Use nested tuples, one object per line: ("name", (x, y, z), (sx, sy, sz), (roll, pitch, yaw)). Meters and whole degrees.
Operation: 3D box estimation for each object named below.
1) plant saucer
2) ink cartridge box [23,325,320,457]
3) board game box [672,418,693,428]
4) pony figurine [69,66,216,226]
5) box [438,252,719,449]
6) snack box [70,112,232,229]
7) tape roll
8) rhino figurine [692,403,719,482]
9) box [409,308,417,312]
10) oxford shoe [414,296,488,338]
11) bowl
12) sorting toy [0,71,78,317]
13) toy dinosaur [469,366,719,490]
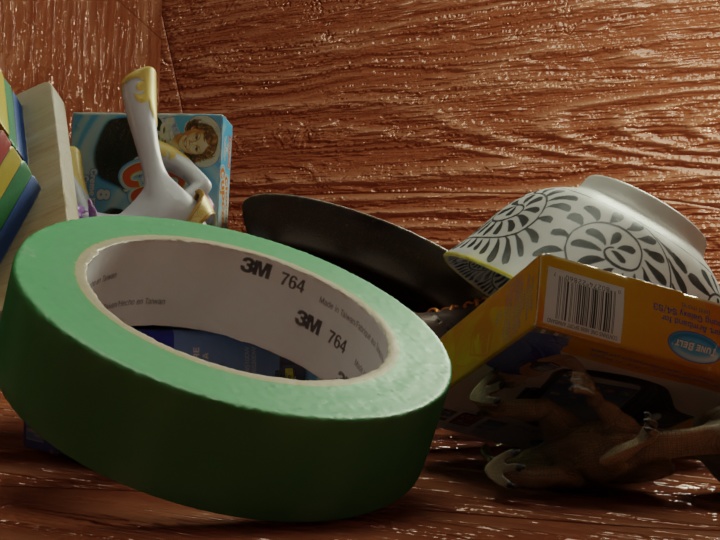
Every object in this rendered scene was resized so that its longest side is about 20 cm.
("plant saucer", (0.000, 0.000, 0.922), (0.197, 0.033, 0.200), (21, -13, 5))
("ink cartridge box", (-0.100, 0.067, 0.695), (0.198, 0.078, 0.135), (2, -2, -38))
("board game box", (0.204, 0.108, 0.870), (0.197, 0.031, 0.095), (-2, -5, 34))
("pony figurine", (-0.156, -0.017, 0.812), (0.191, 0.201, 0.167), (-29, -24, -22))
("box", (0.103, 0.057, 0.651), (0.117, 0.042, 0.200), (15, -26, -12))
("snack box", (-0.156, -0.011, 0.904), (0.114, 0.204, 0.037), (1, -6, 7))
("tape roll", (-0.059, 0.036, 0.556), (0.197, 0.049, 0.201), (17, 19, -6))
("rhino figurine", (0.227, 0.078, 0.568), (0.086, 0.061, 0.200), (-18, 5, -19))
("box", (-0.050, 0.044, 1.005), (0.195, 0.050, 0.200), (18, -14, 8))
("oxford shoe", (0.056, 0.046, 0.799), (0.198, 0.074, 0.071), (24, -9, -19))
("bowl", (0.160, 0.002, 0.794), (0.199, 0.095, 0.201), (32, -4, 3))
("sorting toy", (-0.269, -0.030, 0.724), (0.197, 0.200, 0.070), (-24, -47, 2))
("toy dinosaur", (0.100, 0.089, 0.604), (0.100, 0.059, 0.199), (24, -27, -33))
